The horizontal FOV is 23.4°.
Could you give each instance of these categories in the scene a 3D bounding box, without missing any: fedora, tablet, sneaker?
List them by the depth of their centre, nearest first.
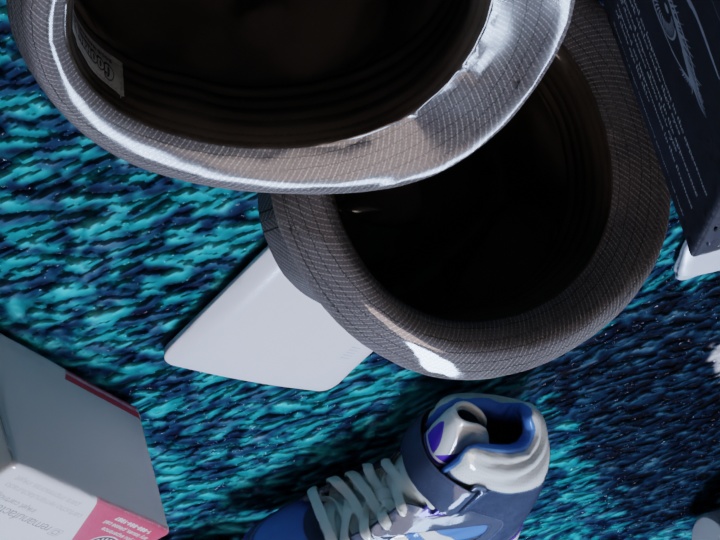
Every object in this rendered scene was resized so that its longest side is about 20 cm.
[{"bbox_3d":[-0.031,-0.116,0.625,0.198,0.091,0.178,4,139,-23],"label":"fedora"},{"bbox_3d":[0.032,-0.040,0.766,0.199,0.179,0.090,-23,-175,-33],"label":"fedora"},{"bbox_3d":[0.000,0.000,0.913,0.129,0.014,0.200,14,133,-44],"label":"tablet"},{"bbox_3d":[0.022,0.129,1.074,0.198,0.081,0.147,-8,138,-16],"label":"sneaker"}]

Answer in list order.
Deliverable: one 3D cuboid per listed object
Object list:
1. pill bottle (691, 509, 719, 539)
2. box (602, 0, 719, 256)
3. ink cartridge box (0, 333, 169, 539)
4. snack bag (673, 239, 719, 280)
[{"bbox_3d":[0.368,0.210,1.366,0.198,0.120,0.120,-13,148,-16],"label":"pill bottle"},{"bbox_3d":[0.164,-0.110,0.668,0.103,0.149,0.200,-16,166,-2],"label":"box"},{"bbox_3d":[-0.223,0.131,0.905,0.199,0.085,0.146,-29,148,15],"label":"ink cartridge box"},{"bbox_3d":[0.278,-0.064,0.984,0.187,0.022,0.201,-12,147,-18],"label":"snack bag"}]
